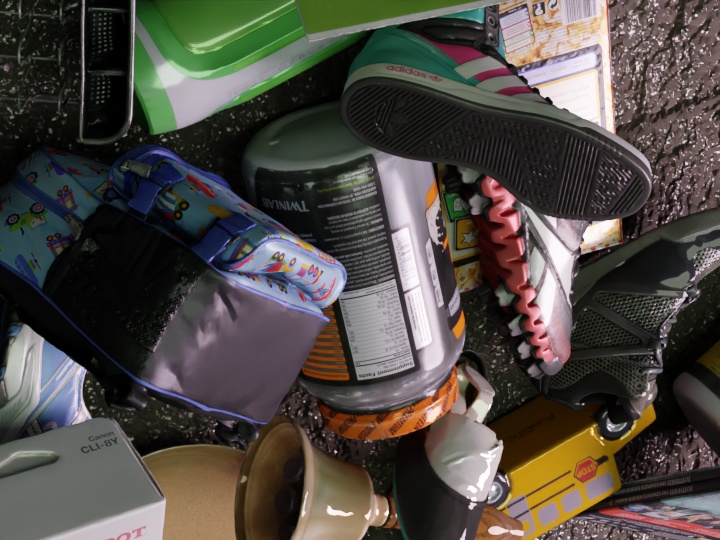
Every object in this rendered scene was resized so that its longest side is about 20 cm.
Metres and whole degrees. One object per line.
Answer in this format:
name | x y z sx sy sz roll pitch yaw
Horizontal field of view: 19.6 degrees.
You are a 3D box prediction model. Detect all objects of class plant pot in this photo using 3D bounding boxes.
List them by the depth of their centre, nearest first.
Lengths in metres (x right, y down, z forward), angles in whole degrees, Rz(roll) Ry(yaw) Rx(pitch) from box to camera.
plant pot | -0.130 0.206 1.450 0.198 0.027 0.202 -10 115 -22

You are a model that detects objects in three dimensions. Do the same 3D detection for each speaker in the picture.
speaker | -0.060 -0.161 1.287 0.199 0.088 0.089 -29 121 -11

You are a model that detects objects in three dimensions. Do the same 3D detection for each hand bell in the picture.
hand bell | 0.024 0.165 1.425 0.198 0.104 0.105 12 107 -28

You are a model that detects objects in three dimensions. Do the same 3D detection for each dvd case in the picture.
dvd case | 0.268 0.174 1.538 0.145 0.199 0.022 15 72 -29

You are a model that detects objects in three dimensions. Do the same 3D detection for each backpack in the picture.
backpack | -0.133 -0.005 1.250 0.135 0.199 0.182 -57 153 3

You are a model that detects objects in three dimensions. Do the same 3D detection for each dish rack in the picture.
dish rack | -0.225 -0.158 1.195 0.198 0.055 0.155 3 112 -1

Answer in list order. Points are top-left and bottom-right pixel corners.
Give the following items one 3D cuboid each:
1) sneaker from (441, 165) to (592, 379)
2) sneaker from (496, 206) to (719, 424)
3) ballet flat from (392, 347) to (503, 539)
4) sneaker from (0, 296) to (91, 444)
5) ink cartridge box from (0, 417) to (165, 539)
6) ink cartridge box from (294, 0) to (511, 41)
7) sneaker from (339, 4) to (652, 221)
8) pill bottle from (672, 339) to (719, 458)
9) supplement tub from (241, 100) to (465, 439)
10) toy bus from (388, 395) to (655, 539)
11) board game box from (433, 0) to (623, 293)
sneaker | 0.120 -0.021 1.386 0.097 0.071 0.202 -24 119 -12
sneaker | 0.206 0.035 1.468 0.198 0.115 0.076 -29 166 -1
ballet flat | 0.060 0.114 1.402 0.068 0.201 0.069 31 117 -17
sneaker | -0.212 0.115 1.341 0.076 0.076 0.202 9 110 -25
ink cartridge box | -0.207 0.206 1.305 0.144 0.083 0.201 -16 135 -29
ink cartridge box | -0.004 -0.224 1.225 0.147 0.076 0.202 -13 76 -19
sneaker | 0.088 -0.108 1.294 0.198 0.121 0.084 20 133 -9
pill bottle | 0.341 0.063 1.559 0.200 0.114 0.115 -40 123 -4
supplement tub | 0.000 0.000 1.358 0.122 0.122 0.202 -20 116 -16
toy bus | 0.121 0.147 1.520 0.199 0.065 0.079 -28 121 -12
board game box | 0.098 -0.095 1.414 0.150 0.046 0.202 -16 118 -19
